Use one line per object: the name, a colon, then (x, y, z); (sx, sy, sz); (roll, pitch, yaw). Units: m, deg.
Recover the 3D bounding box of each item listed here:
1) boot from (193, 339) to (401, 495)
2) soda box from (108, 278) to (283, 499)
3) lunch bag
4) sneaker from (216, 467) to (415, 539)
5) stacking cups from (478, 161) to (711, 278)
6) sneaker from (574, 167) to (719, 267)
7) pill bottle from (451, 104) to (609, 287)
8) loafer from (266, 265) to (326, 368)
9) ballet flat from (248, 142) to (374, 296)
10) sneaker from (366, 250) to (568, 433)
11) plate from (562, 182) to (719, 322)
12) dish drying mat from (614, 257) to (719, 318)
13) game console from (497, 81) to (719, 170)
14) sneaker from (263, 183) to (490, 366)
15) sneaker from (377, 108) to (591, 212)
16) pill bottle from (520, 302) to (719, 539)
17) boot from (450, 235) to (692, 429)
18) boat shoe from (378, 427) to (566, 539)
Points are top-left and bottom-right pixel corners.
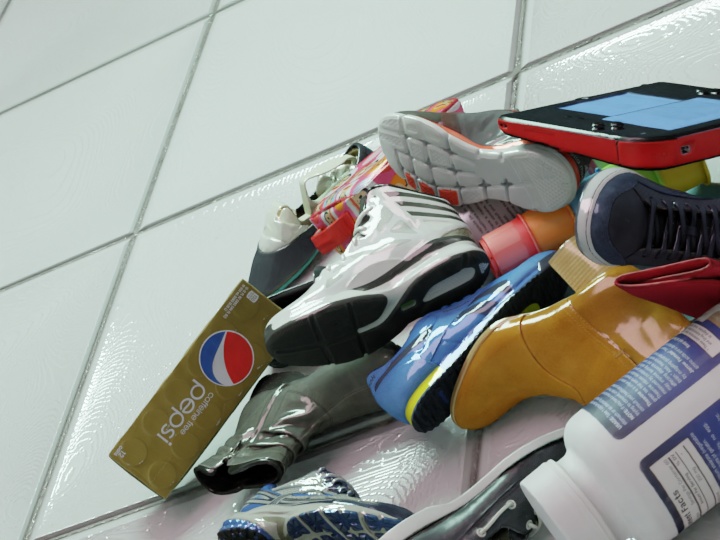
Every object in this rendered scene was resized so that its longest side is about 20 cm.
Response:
boot: (-0.046, 0.136, 1.633); (0.199, 0.068, 0.131); (-21, 23, 39)
soda box: (-0.141, 0.107, 1.720); (0.201, 0.068, 0.064); (-53, 2, -4)
lunch bag: (0.027, -0.076, 1.806); (0.176, 0.082, 0.200); (-41, 6, -14)
sneaker: (-0.027, 0.194, 1.532); (0.199, 0.077, 0.085); (-6, 36, 41)
stacking cups: (0.197, -0.050, 1.608); (0.199, 0.061, 0.061); (-30, 29, 1)
sneaker: (0.262, -0.031, 1.424); (0.145, 0.202, 0.078); (8, 92, 39)
pill bottle: (0.125, -0.045, 1.683); (0.199, 0.114, 0.113); (-36, 29, -3)
loafer: (-0.020, 0.026, 1.774); (0.199, 0.071, 0.068); (-25, 31, 18)
ballet flat: (-0.054, -0.057, 1.935); (0.200, 0.073, 0.073); (-43, 30, -13)
sneaker: (0.088, 0.043, 1.574); (0.200, 0.066, 0.078); (-43, 51, -11)
plate: (0.246, 0.002, 1.581); (0.199, 0.026, 0.201); (-25, 31, 16)
dish drying mat: (0.263, 0.021, 1.390); (0.076, 0.199, 0.018); (-12, 74, 32)
game console: (0.238, -0.124, 1.548); (0.199, 0.031, 0.176); (-14, 23, -36)
sneaker: (0.000, 0.000, 1.609); (0.199, 0.076, 0.116); (-24, 50, -4)
sneaker: (0.110, -0.103, 1.625); (0.199, 0.078, 0.082); (17, 41, 29)
pill bottle: (0.215, 0.123, 1.345); (0.199, 0.111, 0.111); (-37, 29, -4)
boot: (0.166, 0.085, 1.496); (0.202, 0.071, 0.144); (-55, 52, 17)
boat shoe: (0.098, 0.189, 1.424); (0.199, 0.076, 0.060); (-32, 66, -14)
